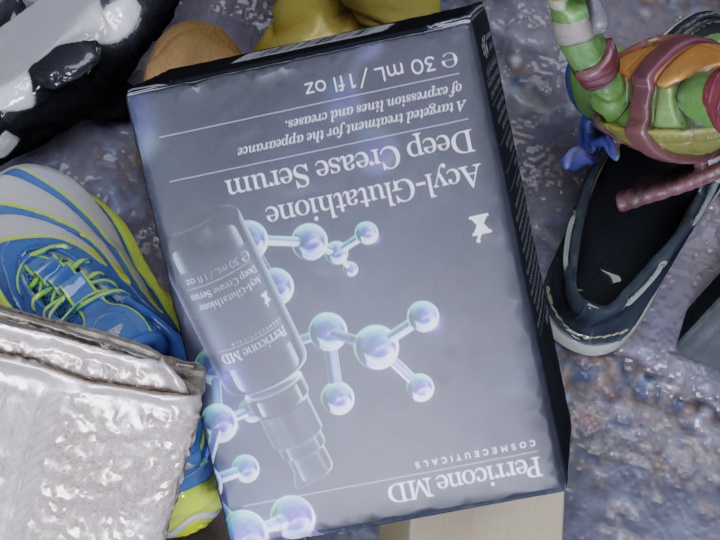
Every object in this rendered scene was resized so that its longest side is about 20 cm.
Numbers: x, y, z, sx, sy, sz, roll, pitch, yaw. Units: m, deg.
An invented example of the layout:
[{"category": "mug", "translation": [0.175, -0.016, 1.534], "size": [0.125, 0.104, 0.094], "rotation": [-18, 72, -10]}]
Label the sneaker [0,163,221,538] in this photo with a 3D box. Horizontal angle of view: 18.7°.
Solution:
[{"category": "sneaker", "translation": [-0.113, 0.020, 0.992], "size": [0.075, 0.105, 0.201], "rotation": [-27, 72, -19]}]

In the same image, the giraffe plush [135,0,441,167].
[{"category": "giraffe plush", "translation": [-0.036, -0.084, 1.051], "size": [0.161, 0.173, 0.201], "rotation": [-28, 96, -3]}]

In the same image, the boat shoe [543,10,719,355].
[{"category": "boat shoe", "translation": [0.148, -0.053, 1.102], "size": [0.075, 0.062, 0.201], "rotation": [31, 71, 6]}]

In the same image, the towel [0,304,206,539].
[{"category": "towel", "translation": [-0.146, 0.109, 0.917], "size": [0.131, 0.035, 0.201], "rotation": [14, 115, -1]}]

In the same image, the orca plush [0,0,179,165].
[{"category": "orca plush", "translation": [-0.132, -0.112, 1.102], "size": [0.105, 0.071, 0.201], "rotation": [6, 51, 42]}]

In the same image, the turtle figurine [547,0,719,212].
[{"category": "turtle figurine", "translation": [0.164, -0.121, 0.984], "size": [0.143, 0.194, 0.201], "rotation": [28, 89, -38]}]

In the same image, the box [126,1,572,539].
[{"category": "box", "translation": [0.000, 0.000, 0.938], "size": [0.147, 0.107, 0.202], "rotation": [-12, 99, 8]}]

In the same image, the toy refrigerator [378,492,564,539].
[{"category": "toy refrigerator", "translation": [0.047, 0.178, 1.018], "size": [0.075, 0.070, 0.202], "rotation": [7, 73, -12]}]

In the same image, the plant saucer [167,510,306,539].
[{"category": "plant saucer", "translation": [-0.125, 0.117, 1.034], "size": [0.198, 0.032, 0.202], "rotation": [2, 73, -6]}]

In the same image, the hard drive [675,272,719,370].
[{"category": "hard drive", "translation": [0.239, 0.023, 1.017], "size": [0.139, 0.200, 0.033], "rotation": [20, 72, 0]}]
